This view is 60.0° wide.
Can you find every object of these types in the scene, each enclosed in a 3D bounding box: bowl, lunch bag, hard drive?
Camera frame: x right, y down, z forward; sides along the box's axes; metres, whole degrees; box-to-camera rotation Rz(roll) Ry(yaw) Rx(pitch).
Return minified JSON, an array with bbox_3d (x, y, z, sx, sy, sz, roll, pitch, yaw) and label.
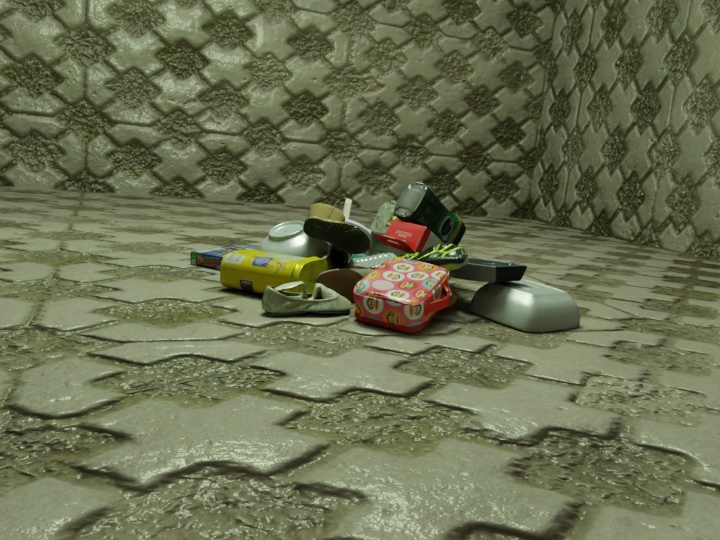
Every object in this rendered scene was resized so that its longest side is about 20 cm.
[{"bbox_3d":[0.366,0.070,1.376,0.198,0.076,0.199,0,13,-35],"label":"bowl"},{"bbox_3d":[0.109,-0.080,1.675,0.117,0.203,0.163,-4,15,-42],"label":"lunch bag"},{"bbox_3d":[0.257,-0.004,1.405,0.134,0.043,0.199,-1,8,-42],"label":"hard drive"},{"bbox_3d":[0.097,0.046,1.248,0.174,0.083,0.200,10,26,28],"label":"lunch bag"},{"bbox_3d":[-0.174,-0.064,1.562,0.199,0.091,0.202,-11,26,5],"label":"bowl"}]

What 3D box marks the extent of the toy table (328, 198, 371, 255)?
[{"bbox_3d":[-0.053,-0.108,1.865,0.198,0.185,0.117,23,24,-12],"label":"toy table"}]

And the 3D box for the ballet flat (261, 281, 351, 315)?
[{"bbox_3d":[-0.100,0.054,1.241,0.198,0.063,0.067,-1,13,-32],"label":"ballet flat"}]

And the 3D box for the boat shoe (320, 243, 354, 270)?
[{"bbox_3d":[-0.058,-0.026,1.506,0.060,0.074,0.200,-24,8,37],"label":"boat shoe"}]

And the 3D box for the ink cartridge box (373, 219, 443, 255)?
[{"bbox_3d":[0.136,-0.058,1.500,0.116,0.068,0.200,18,-14,46],"label":"ink cartridge box"}]

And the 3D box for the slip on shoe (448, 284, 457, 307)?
[{"bbox_3d":[0.171,0.050,1.427,0.061,0.074,0.200,48,-4,-8],"label":"slip on shoe"}]

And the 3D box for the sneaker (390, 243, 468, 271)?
[{"bbox_3d":[0.151,-0.004,1.364,0.198,0.077,0.075,-10,24,37],"label":"sneaker"}]

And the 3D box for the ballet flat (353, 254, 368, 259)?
[{"bbox_3d":[-0.059,-0.021,1.650,0.197,0.068,0.070,6,-1,-7],"label":"ballet flat"}]

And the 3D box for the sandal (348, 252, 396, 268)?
[{"bbox_3d":[0.001,0.004,1.588,0.200,0.050,0.083,-10,32,-1],"label":"sandal"}]

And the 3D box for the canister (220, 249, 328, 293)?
[{"bbox_3d":[-0.191,0.007,1.378,0.198,0.088,0.148,9,11,22],"label":"canister"}]

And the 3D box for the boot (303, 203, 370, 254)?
[{"bbox_3d":[-0.054,-0.113,1.552,0.173,0.067,0.200,23,15,-3],"label":"boot"}]

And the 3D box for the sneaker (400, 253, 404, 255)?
[{"bbox_3d":[0.113,0.021,1.518,0.073,0.083,0.200,25,-7,21],"label":"sneaker"}]

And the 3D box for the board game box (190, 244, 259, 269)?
[{"bbox_3d":[-0.333,-0.036,1.651,0.134,0.035,0.200,10,12,24],"label":"board game box"}]

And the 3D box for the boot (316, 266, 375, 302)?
[{"bbox_3d":[-0.015,0.021,1.432,0.198,0.071,0.146,13,11,-17],"label":"boot"}]

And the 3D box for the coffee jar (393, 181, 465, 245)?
[{"bbox_3d":[0.177,-0.125,1.552,0.200,0.105,0.085,38,-10,-38],"label":"coffee jar"}]
